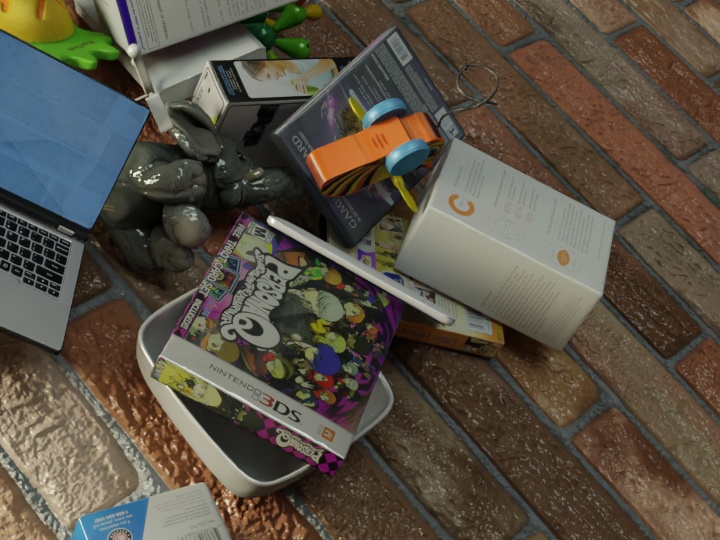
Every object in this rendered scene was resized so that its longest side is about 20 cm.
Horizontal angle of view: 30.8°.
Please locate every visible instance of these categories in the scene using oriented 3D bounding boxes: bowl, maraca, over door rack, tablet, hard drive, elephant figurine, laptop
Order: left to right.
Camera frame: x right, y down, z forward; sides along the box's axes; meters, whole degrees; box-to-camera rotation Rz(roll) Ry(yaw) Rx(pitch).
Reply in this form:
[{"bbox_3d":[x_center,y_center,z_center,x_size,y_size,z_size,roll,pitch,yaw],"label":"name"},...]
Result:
[{"bbox_3d":[-0.288,-0.072,1.058,0.186,0.116,0.202,26,41,-24],"label":"laptop"},{"bbox_3d":[-0.340,-0.243,1.314,0.197,0.108,0.137,21,30,11],"label":"maraca"},{"bbox_3d":[-0.257,-0.148,1.215,0.146,0.067,0.200,-27,22,-5],"label":"over door rack"},{"bbox_3d":[-0.207,-0.261,1.412,0.131,0.026,0.200,-27,52,-22],"label":"hard drive"},{"bbox_3d":[-0.167,-0.092,1.289,0.157,0.140,0.200,64,34,-20],"label":"elephant figurine"},{"bbox_3d":[-0.092,0.105,1.185,0.199,0.075,0.200,-27,68,-40],"label":"bowl"},{"bbox_3d":[0.000,0.000,1.263,0.198,0.130,0.014,30,89,-1],"label":"tablet"}]

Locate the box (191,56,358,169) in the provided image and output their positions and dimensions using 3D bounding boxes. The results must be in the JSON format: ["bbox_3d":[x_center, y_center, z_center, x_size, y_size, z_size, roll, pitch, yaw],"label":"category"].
[{"bbox_3d":[-0.083,-0.165,1.392,0.198,0.117,0.061,-6,58,-34],"label":"box"}]

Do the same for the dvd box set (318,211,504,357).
[{"bbox_3d":[0.052,0.008,1.374,0.197,0.030,0.148,13,47,-17],"label":"dvd box set"}]

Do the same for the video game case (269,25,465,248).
[{"bbox_3d":[0.012,-0.142,1.365,0.200,0.019,0.144,-45,109,-28],"label":"video game case"}]

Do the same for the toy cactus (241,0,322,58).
[{"bbox_3d":[-0.134,-0.274,1.483,0.163,0.103,0.202,16,54,-1],"label":"toy cactus"}]

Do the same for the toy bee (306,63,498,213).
[{"bbox_3d":[0.045,-0.118,1.317,0.197,0.109,0.133,-7,70,1],"label":"toy bee"}]

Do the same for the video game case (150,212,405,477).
[{"bbox_3d":[-0.067,0.060,1.160,0.180,0.036,0.201,30,44,-4],"label":"video game case"}]

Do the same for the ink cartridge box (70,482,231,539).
[{"bbox_3d":[-0.139,0.278,1.016,0.115,0.068,0.202,-10,58,-33],"label":"ink cartridge box"}]

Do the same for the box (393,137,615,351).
[{"bbox_3d":[0.152,-0.027,1.365,0.198,0.098,0.125,27,43,-4],"label":"box"}]

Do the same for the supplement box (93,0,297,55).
[{"bbox_3d":[-0.174,-0.309,1.353,0.198,0.105,0.101,-24,33,-18],"label":"supplement box"}]
